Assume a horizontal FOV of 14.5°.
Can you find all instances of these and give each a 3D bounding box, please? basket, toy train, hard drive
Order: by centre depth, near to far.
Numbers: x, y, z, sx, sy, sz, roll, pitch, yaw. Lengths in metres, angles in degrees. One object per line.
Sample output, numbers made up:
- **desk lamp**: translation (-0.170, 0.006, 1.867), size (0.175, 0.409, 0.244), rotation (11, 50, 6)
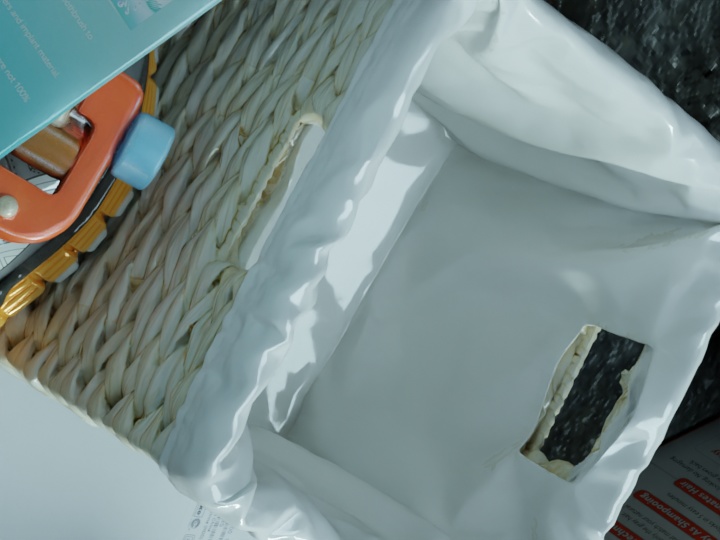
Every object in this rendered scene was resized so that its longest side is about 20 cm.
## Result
- **toy train**: translation (-0.168, -0.044, 0.874), size (0.200, 0.056, 0.150), rotation (25, 81, -12)
- **basket**: translation (0.000, 0.000, 0.987), size (0.200, 0.161, 0.198), rotation (33, 82, -46)
- **hard drive**: translation (-0.097, 0.084, 1.072), size (0.200, 0.025, 0.132), rotation (11, 107, -45)

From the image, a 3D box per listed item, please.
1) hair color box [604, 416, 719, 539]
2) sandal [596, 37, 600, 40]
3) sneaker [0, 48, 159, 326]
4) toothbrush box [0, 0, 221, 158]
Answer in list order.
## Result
- **hair color box**: translation (0.168, 0.124, 1.278), size (0.200, 0.101, 0.061), rotation (-22, 128, -30)
- **sandal**: translation (0.061, 0.001, 1.141), size (0.082, 0.055, 0.200), rotation (14, 105, -45)
- **sneaker**: translation (-0.142, -0.021, 0.934), size (0.077, 0.078, 0.200), rotation (37, 88, -41)
- **toothbrush box**: translation (-0.096, -0.094, 0.789), size (0.200, 0.146, 0.085), rotation (-38, 103, -14)
